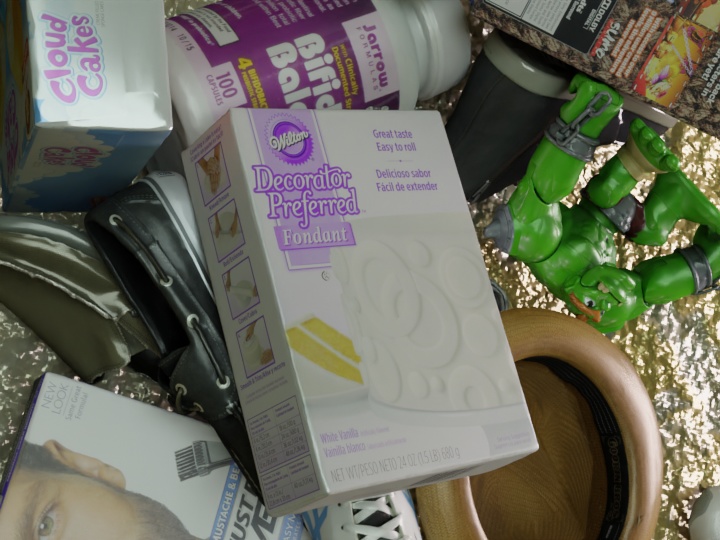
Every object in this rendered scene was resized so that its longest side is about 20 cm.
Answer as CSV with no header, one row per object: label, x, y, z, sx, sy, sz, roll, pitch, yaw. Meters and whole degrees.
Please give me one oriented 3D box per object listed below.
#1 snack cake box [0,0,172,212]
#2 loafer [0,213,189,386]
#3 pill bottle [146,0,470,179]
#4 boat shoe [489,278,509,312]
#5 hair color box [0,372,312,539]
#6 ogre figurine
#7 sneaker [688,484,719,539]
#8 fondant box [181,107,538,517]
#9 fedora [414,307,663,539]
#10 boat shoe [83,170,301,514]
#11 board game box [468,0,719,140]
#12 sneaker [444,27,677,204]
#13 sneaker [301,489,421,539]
snack cake box,-0.153,-0.105,0.676,0.067,0.200,0.116,-1,81,-20
loafer,-0.148,0.028,0.724,0.199,0.075,0.070,22,70,-16
pill bottle,-0.035,-0.118,0.768,0.199,0.112,0.113,-25,91,-24
boat shoe,0.000,0.000,0.781,0.198,0.071,0.073,11,67,-22
hair color box,-0.106,0.142,0.729,0.199,0.065,0.110,20,75,-15
ogre figurine,0.162,-0.027,0.822,0.120,0.200,0.098,-43,58,12
sneaker,0.312,0.209,0.865,0.200,0.080,0.071,36,73,-10
fondant box,0.000,0.016,0.675,0.143,0.058,0.202,-5,72,-38
fedora,0.098,0.123,0.792,0.199,0.082,0.203,3,85,-30
boat shoe,-0.085,0.045,0.685,0.056,0.069,0.201,-25,88,-29
board game box,0.185,-0.191,0.760,0.199,0.097,0.160,25,113,-9
sneaker,0.126,-0.098,0.857,0.199,0.106,0.075,5,42,-44
sneaker,0.013,0.165,0.692,0.071,0.072,0.202,-5,71,-26
